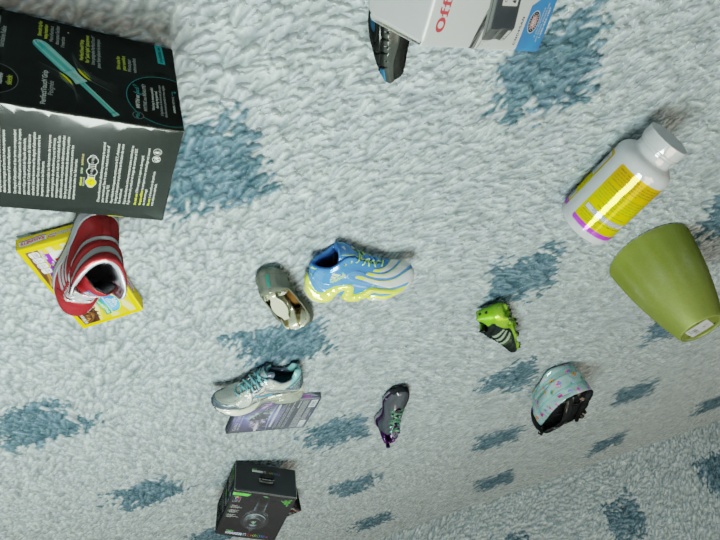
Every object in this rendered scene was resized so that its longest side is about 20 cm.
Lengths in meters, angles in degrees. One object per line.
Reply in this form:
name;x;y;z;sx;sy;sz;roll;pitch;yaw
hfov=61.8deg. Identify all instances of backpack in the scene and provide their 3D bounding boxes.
backpack;0.569;0.361;1.706;0.164;0.128;0.202;-20;145;-19

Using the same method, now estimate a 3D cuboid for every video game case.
video game case;-0.204;0.333;1.401;0.196;0.019;0.144;3;138;-27

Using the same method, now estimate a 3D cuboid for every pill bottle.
pill bottle;0.439;-0.144;1.005;0.103;0.106;0.201;8;137;-32

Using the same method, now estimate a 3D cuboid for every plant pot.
plant pot;0.660;0.040;1.266;0.183;0.203;0.189;-12;144;-9

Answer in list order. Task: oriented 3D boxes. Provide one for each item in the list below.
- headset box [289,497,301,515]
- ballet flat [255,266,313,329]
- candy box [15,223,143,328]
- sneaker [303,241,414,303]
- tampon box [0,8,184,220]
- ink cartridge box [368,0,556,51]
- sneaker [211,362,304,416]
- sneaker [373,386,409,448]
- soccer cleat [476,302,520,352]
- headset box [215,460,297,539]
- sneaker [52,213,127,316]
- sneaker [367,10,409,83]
headset box;-0.296;0.700;1.784;0.197;0.076;0.149;-24;144;6
ballet flat;-0.130;0.069;1.053;0.066;0.065;0.201;-21;144;4
candy box;-0.404;0.011;0.883;0.100;0.027;0.202;-19;144;-8
sneaker;0.000;0.000;1.015;0.196;0.077;0.106;-11;143;-10
tampon box;-0.296;-0.154;0.612;0.196;0.152;0.127;4;138;-28
ink cartridge box;0.119;-0.304;0.594;0.197;0.084;0.147;-15;134;-39
sneaker;-0.210;0.232;1.235;0.196;0.078;0.088;-10;132;-24
sneaker;0.091;0.373;1.530;0.073;0.089;0.202;-6;142;-17
soccer cleat;0.310;0.129;1.347;0.079;0.069;0.200;-11;147;20
headset box;-0.277;0.612;1.605;0.171;0.093;0.202;16;119;-19
sneaker;-0.362;0.022;0.798;0.070;0.114;0.201;4;135;-35
sneaker;0.055;-0.297;0.657;0.080;0.074;0.202;-11;144;-13
